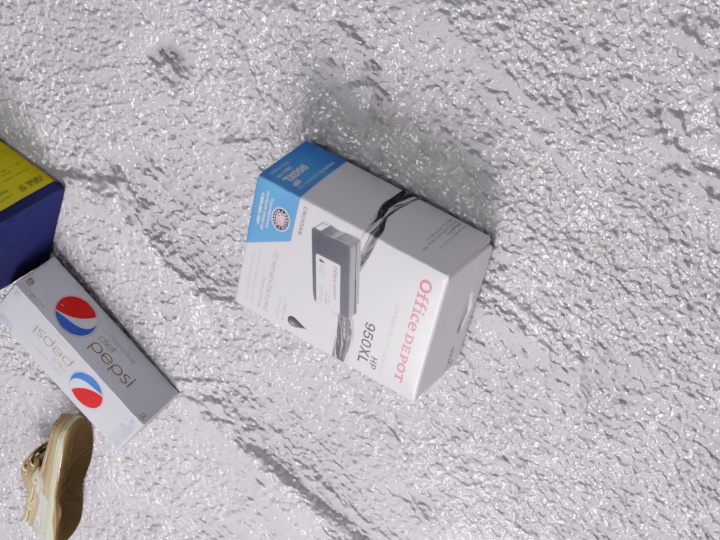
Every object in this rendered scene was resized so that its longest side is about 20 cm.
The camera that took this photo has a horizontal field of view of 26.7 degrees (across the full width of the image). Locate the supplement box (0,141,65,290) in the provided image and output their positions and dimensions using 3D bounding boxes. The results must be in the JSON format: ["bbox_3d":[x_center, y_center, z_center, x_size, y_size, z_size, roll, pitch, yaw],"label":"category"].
[{"bbox_3d":[-0.423,-0.079,1.576,0.199,0.109,0.110,35,130,15],"label":"supplement box"}]

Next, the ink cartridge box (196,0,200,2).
[{"bbox_3d":[-0.134,-0.349,1.198,0.146,0.145,0.201,28,128,19],"label":"ink cartridge box"}]

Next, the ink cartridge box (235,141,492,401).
[{"bbox_3d":[0.000,0.000,1.338,0.199,0.084,0.146,28,128,19],"label":"ink cartridge box"}]

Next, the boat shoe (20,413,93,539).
[{"bbox_3d":[-0.353,0.235,1.723,0.066,0.074,0.201,27,127,14],"label":"boat shoe"}]

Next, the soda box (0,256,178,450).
[{"bbox_3d":[-0.290,0.087,1.596,0.200,0.068,0.064,48,131,0],"label":"soda box"}]
